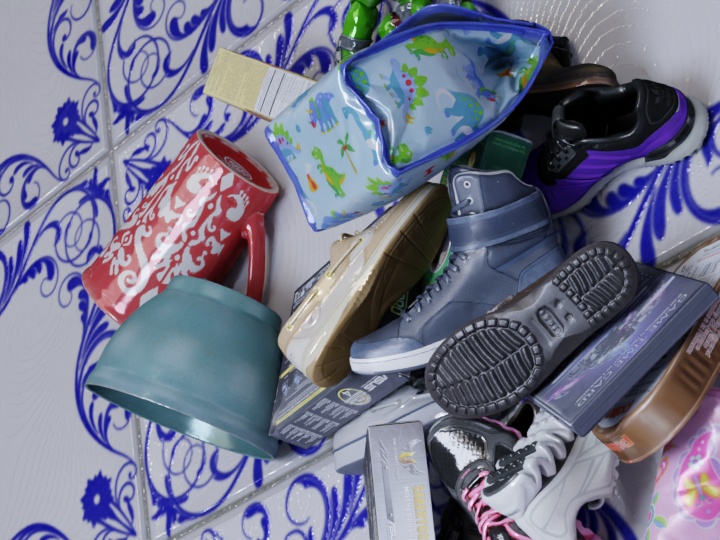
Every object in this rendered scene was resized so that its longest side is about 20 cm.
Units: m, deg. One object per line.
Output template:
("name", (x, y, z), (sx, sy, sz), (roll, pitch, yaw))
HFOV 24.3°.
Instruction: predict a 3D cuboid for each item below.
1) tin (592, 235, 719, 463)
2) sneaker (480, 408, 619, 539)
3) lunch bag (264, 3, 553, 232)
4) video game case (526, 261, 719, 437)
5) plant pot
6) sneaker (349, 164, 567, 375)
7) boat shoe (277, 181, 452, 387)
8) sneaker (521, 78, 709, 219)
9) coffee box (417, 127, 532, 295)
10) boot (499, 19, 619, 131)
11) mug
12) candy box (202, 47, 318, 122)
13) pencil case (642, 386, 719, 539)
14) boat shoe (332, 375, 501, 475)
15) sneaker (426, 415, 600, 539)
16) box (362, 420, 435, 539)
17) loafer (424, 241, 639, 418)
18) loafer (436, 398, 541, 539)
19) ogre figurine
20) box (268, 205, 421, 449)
("tin", (0.240, 0.054, 1.260), (0.201, 0.042, 0.112), (-56, 6, -21))
("sneaker", (0.175, 0.135, 1.312), (0.200, 0.081, 0.075), (-47, 7, -32))
("lunch bag", (0.045, -0.136, 1.382), (0.129, 0.199, 0.170), (65, 152, 1))
("video game case", (0.190, 0.055, 1.285), (0.143, 0.019, 0.200), (-46, 10, -1))
("plant pot", (-0.153, 0.087, 1.634), (0.199, 0.200, 0.135), (8, 72, 48))
("sneaker", (0.068, -0.006, 1.369), (0.200, 0.077, 0.148), (-20, 98, 1))
("boat shoe", (0.000, 0.000, 1.413), (0.069, 0.074, 0.201), (31, 80, 34))
("sneaker", (0.183, -0.110, 1.400), (0.199, 0.099, 0.070), (-28, 56, 37))
("coffee box", (0.089, -0.029, 1.467), (0.123, 0.044, 0.202), (-134, 60, -76))
("boot", (0.157, -0.184, 1.467), (0.199, 0.074, 0.098), (-5, 71, 55))
("mug", (-0.167, -0.024, 1.756), (0.201, 0.177, 0.134), (-54, 9, 13))
("candy box", (-0.054, -0.163, 1.661), (0.199, 0.115, 0.056), (25, 96, 48))
("pencil case", (0.254, 0.185, 1.242), (0.087, 0.087, 0.202), (9, 82, 48))
("boat shoe", (0.043, 0.126, 1.490), (0.199, 0.073, 0.066), (-26, 63, 38))
("sneaker", (0.120, 0.196, 1.319), (0.200, 0.095, 0.079), (47, 114, 15))
("box", (0.035, 0.241, 1.398), (0.159, 0.048, 0.202), (97, 168, -71))
("loafer", (0.140, 0.049, 1.309), (0.199, 0.071, 0.073), (-34, 85, 20))
("loafer", (0.110, 0.182, 1.406), (0.201, 0.063, 0.072), (-56, 46, 17))
("ogre figurine", (0.040, -0.259, 1.614), (0.200, 0.097, 0.121), (156, 109, -72))
("box", (-0.012, 0.055, 1.530), (0.200, 0.049, 0.163), (-40, 33, 51))
